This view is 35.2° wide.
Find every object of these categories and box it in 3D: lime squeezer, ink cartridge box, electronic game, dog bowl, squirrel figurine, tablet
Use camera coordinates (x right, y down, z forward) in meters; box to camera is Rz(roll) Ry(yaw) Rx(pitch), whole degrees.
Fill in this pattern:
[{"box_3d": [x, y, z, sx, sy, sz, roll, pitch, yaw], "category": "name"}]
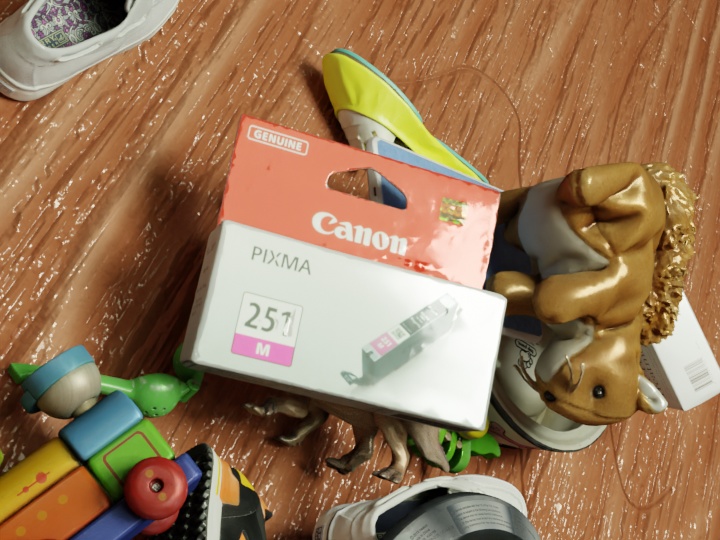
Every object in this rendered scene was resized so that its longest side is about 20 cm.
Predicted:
[{"box_3d": [-0.131, 0.057, 0.749, 0.071, 0.038, 0.200, 41, 40, 19], "category": "lime squeezer"}, {"box_3d": [0.000, 0.000, 0.741, 0.199, 0.044, 0.174, 15, 77, -16], "category": "ink cartridge box"}, {"box_3d": [0.056, 0.242, 0.730, 0.200, 0.042, 0.201, -7, 101, -39], "category": "electronic game"}, {"box_3d": [0.132, 0.062, 0.969, 0.200, 0.074, 0.201, 20, 60, -39], "category": "dog bowl"}, {"box_3d": [0.193, 0.018, 0.865, 0.200, 0.141, 0.187, -11, 89, -39], "category": "squirrel figurine"}, {"box_3d": [0.075, -0.019, 0.870, 0.200, 0.014, 0.130, 16, 61, -48], "category": "tablet"}]

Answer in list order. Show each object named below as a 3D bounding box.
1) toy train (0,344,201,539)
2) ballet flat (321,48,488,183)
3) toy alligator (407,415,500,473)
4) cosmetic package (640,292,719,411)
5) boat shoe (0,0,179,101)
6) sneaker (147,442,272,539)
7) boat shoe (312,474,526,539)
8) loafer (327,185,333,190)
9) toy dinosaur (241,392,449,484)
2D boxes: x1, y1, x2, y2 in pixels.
[{"box_3d": [-0.197, 0.138, 0.621, 0.200, 0.085, 0.116, -36, 81, -22], "category": "toy train"}, {"box_3d": [0.033, -0.099, 0.952, 0.200, 0.067, 0.067, 40, 70, -28], "category": "ballet flat"}, {"box_3d": [0.035, 0.101, 0.866, 0.200, 0.059, 0.054, 43, 48, -23], "category": "toy alligator"}, {"box_3d": [0.242, 0.024, 1.040, 0.052, 0.151, 0.200, -26, 92, -7], "category": "cosmetic package"}, {"box_3d": [-0.175, -0.187, 0.775, 0.072, 0.068, 0.200, 57, 44, -10], "category": "boat shoe"}, {"box_3d": [-0.083, 0.200, 0.674, 0.090, 0.070, 0.200, 41, 29, -30], "category": "sneaker"}, {"box_3d": [0.060, 0.179, 0.784, 0.200, 0.065, 0.074, -4, 75, -45], "category": "boat shoe"}, {"box_3d": [-0.009, -0.015, 0.873, 0.200, 0.073, 0.071, 46, 40, -32], "category": "loafer"}, {"box_3d": [-0.003, 0.066, 0.793, 0.200, 0.086, 0.136, 28, 72, -8], "category": "toy dinosaur"}]
